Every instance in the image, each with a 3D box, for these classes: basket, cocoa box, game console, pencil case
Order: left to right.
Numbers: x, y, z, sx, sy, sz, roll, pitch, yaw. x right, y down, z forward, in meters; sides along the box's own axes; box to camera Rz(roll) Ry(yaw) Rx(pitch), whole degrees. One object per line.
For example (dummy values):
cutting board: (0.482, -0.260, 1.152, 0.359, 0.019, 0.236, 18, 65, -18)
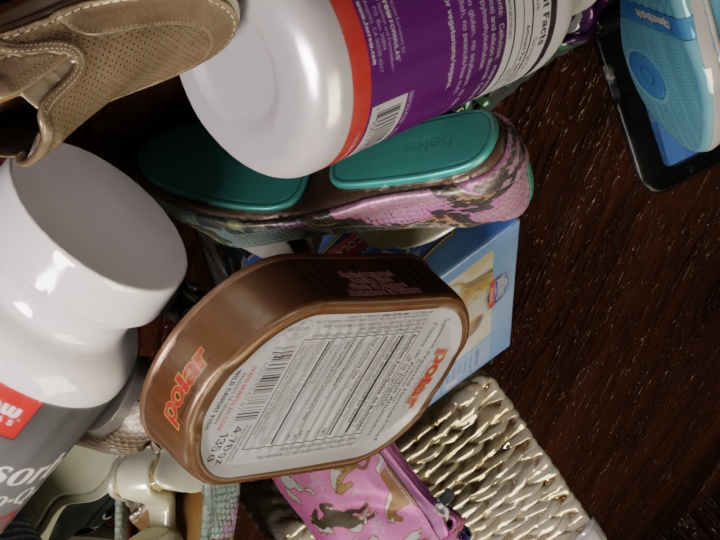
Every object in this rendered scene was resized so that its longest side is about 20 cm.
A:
pencil case: (-0.018, 0.111, 1.244, 0.086, 0.200, 0.083, -38, 172, -2)
cocoa box: (0.000, 0.000, 1.121, 0.133, 0.131, 0.200, -36, 161, -11)
basket: (0.032, 0.171, 1.408, 0.198, 0.161, 0.200, -37, -162, -8)
game console: (0.239, -0.168, 1.214, 0.200, 0.117, 0.176, -25, 157, -37)

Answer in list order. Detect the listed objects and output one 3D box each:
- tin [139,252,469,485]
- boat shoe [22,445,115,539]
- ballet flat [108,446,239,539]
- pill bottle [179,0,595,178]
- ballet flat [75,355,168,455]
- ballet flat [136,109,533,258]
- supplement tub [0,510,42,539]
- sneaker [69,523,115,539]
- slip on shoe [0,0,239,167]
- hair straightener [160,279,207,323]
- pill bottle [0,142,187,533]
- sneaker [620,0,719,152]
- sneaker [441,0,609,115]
tin: (-0.021, 0.047, 0.944, 0.200, 0.042, 0.112, -2, 131, -54)
boat shoe: (-0.160, 0.110, 1.162, 0.066, 0.075, 0.200, -23, 156, -46)
ballet flat: (-0.102, 0.137, 1.021, 0.069, 0.201, 0.071, -6, 167, 26)
pill bottle: (0.019, -0.124, 0.904, 0.200, 0.113, 0.113, -27, 158, -34)
ballet flat: (-0.129, 0.064, 1.009, 0.068, 0.046, 0.200, -65, -158, -10)
ballet flat: (-0.012, -0.035, 0.960, 0.199, 0.069, 0.071, -3, 138, 21)
supplement tub: (-0.216, 0.206, 1.077, 0.140, 0.200, 0.140, -35, 161, -14)
sneaker: (-0.123, 0.227, 1.309, 0.077, 0.199, 0.089, 95, 7, -72)
slip on shoe: (-0.131, -0.070, 0.777, 0.199, 0.061, 0.076, -15, 154, -33)
hair straightener: (-0.099, 0.025, 1.072, 0.041, 0.077, 0.200, -54, 162, -9)
pill bottle: (-0.174, 0.042, 0.915, 0.200, 0.116, 0.116, -49, 159, 25)
sneaker: (0.209, -0.170, 1.108, 0.130, 0.079, 0.201, -32, 131, -18)
sneaker: (0.065, -0.118, 1.006, 0.200, 0.075, 0.087, -46, -158, -24)
